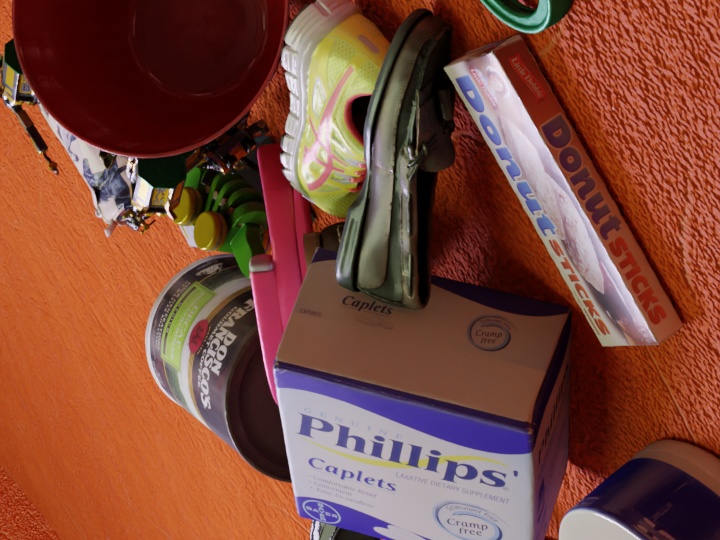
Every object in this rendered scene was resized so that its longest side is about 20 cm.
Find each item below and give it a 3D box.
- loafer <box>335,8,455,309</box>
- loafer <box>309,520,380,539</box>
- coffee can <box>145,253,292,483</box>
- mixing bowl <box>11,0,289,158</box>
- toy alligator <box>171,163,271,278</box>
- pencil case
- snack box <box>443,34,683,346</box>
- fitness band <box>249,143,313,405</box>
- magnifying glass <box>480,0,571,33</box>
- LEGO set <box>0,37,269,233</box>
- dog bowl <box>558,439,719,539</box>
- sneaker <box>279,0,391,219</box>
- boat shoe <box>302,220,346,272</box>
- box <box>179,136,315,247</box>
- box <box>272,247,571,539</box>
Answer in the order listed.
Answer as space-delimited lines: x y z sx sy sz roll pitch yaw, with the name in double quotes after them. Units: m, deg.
0.037 -0.066 1.267 0.063 0.072 0.201 26 124 19 "loafer"
0.023 0.166 1.570 0.070 0.068 0.201 50 120 38 "loafer"
-0.079 0.077 1.671 0.200 0.146 0.147 26 145 63 "coffee can"
-0.129 -0.175 1.395 0.201 0.200 0.108 53 -168 10 "mixing bowl"
-0.116 -0.060 1.567 0.200 0.059 0.055 44 116 46 "toy alligator"
-0.248 -0.135 1.847 0.201 0.089 0.078 55 161 6 "pencil case"
0.121 -0.045 1.200 0.201 0.024 0.072 59 161 -9 "snack box"
-0.054 0.005 1.473 0.144 0.037 0.201 -89 -6 -59 "fitness band"
0.048 -0.203 1.138 0.200 0.022 0.080 42 156 32 "magnifying glass"
-0.175 -0.111 1.504 0.199 0.154 0.116 33 147 6 "LEGO set"
0.220 0.213 1.292 0.200 0.079 0.201 47 159 24 "dog bowl"
-0.001 -0.091 1.346 0.090 0.078 0.200 36 156 26 "sneaker"
0.000 0.000 1.484 0.200 0.070 0.071 47 -150 -88 "boat shoe"
-0.112 -0.065 1.690 0.083 0.049 0.200 61 160 -14 "box"
0.045 0.101 1.379 0.183 0.105 0.201 13 145 15 "box"
